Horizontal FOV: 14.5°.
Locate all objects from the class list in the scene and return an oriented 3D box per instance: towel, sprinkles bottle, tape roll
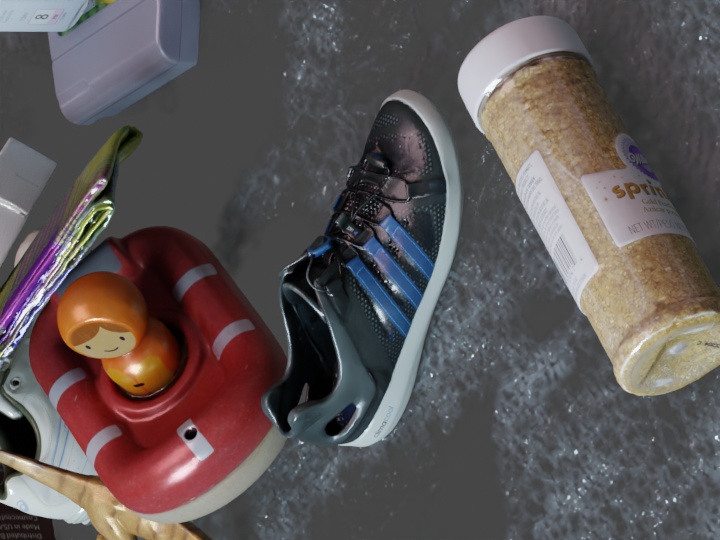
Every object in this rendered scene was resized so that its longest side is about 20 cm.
[{"bbox_3d":[-0.192,0.010,1.660,0.200,0.023,0.144,-54,10,15],"label":"towel"},{"bbox_3d":[0.116,-0.034,1.403,0.068,0.068,0.200,-52,50,35],"label":"sprinkles bottle"},{"bbox_3d":[-0.255,0.010,1.792,0.203,0.037,0.203,-60,6,10],"label":"tape roll"}]

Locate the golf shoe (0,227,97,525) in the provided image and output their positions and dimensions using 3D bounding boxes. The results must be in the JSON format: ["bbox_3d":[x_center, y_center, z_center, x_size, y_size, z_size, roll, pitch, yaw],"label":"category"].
[{"bbox_3d":[-0.201,0.060,1.767,0.078,0.097,0.200,-40,56,44],"label":"golf shoe"}]

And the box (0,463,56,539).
[{"bbox_3d":[-0.305,0.238,1.823,0.200,0.166,0.164,-40,58,41],"label":"box"}]

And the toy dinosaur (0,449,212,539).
[{"bbox_3d":[-0.150,0.137,1.682,0.200,0.106,0.060,22,73,11],"label":"toy dinosaur"}]

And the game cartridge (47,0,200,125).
[{"bbox_3d":[-0.154,-0.206,1.782,0.133,0.040,0.200,-25,68,43],"label":"game cartridge"}]

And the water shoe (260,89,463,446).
[{"bbox_3d":[0.000,0.000,1.535,0.071,0.079,0.200,18,101,50],"label":"water shoe"}]

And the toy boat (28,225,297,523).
[{"bbox_3d":[-0.127,0.047,1.627,0.130,0.131,0.200,-41,50,2],"label":"toy boat"}]

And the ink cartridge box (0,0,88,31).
[{"bbox_3d":[-0.279,-0.227,1.751,0.057,0.200,0.163,129,131,-55],"label":"ink cartridge box"}]
